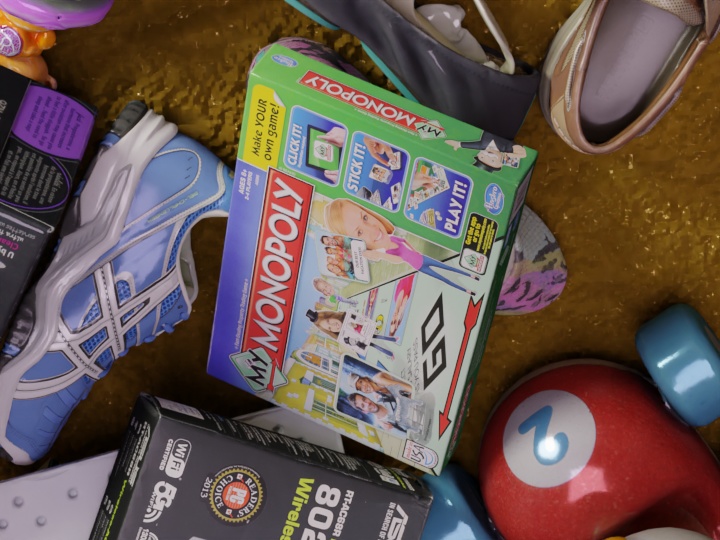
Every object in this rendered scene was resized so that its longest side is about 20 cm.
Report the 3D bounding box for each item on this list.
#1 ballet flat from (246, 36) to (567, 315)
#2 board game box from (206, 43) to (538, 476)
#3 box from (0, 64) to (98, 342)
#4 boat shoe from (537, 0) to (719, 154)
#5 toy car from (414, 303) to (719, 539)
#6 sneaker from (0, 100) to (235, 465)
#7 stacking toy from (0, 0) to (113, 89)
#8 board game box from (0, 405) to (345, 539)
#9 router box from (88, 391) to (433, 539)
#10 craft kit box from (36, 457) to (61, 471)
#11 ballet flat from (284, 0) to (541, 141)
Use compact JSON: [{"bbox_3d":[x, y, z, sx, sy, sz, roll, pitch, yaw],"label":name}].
[{"bbox_3d":[0.022,-0.036,1.024,0.200,0.071,0.069,41,105,-15],"label":"ballet flat"},{"bbox_3d":[0.000,0.000,0.998,0.134,0.029,0.200,23,134,12],"label":"board game box"},{"bbox_3d":[-0.216,0.005,0.991,0.106,0.122,0.200,24,121,-10],"label":"box"},{"bbox_3d":[0.150,-0.140,0.984,0.076,0.072,0.200,20,110,-8],"label":"boat shoe"},{"bbox_3d":[0.138,0.149,1.028,0.184,0.200,0.177,-36,108,12],"label":"toy car"},{"bbox_3d":[-0.126,0.019,1.040,0.077,0.076,0.200,26,110,-6],"label":"sneaker"},{"bbox_3d":[-0.143,-0.156,0.972,0.116,0.110,0.200,22,124,-8],"label":"stacking toy"},{"bbox_3d":[-0.092,0.182,1.088,0.200,0.026,0.200,-15,101,-13],"label":"board game box"},{"bbox_3d":[-0.068,0.178,1.047,0.150,0.062,0.200,18,93,-18],"label":"router box"},{"bbox_3d":[-0.165,0.234,1.142,0.198,0.049,0.200,-42,106,12],"label":"craft kit box"},{"bbox_3d":[0.011,-0.133,0.987,0.200,0.073,0.073,40,106,-22],"label":"ballet flat"}]
